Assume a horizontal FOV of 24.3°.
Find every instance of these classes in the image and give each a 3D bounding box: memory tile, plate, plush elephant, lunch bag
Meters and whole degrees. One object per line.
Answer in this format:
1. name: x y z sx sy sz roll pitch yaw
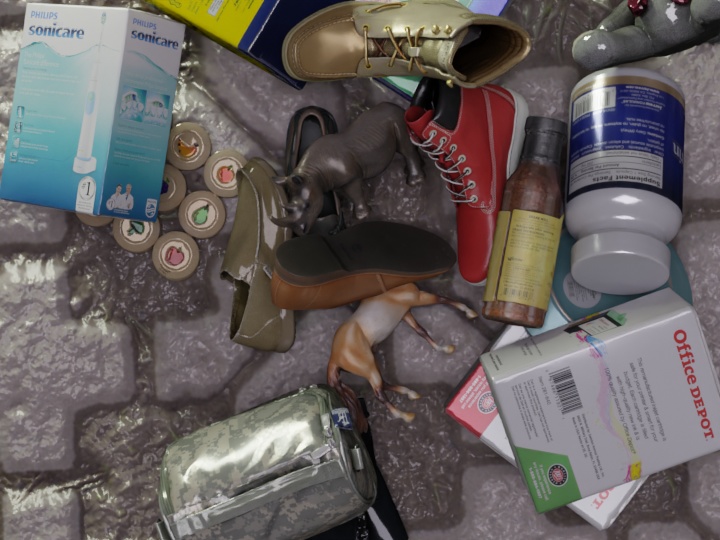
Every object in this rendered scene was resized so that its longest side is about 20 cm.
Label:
1. memory tile: -0.225 -0.099 1.722 0.200 0.017 0.154 33 92 1
2. plate: 0.243 0.013 1.656 0.200 0.026 0.201 7 65 -15
3. plush elephant: 0.297 -0.295 1.624 0.164 0.200 0.155 -21 85 35
4. lunch bag: -0.086 0.198 1.569 0.199 0.168 0.140 -22 93 4

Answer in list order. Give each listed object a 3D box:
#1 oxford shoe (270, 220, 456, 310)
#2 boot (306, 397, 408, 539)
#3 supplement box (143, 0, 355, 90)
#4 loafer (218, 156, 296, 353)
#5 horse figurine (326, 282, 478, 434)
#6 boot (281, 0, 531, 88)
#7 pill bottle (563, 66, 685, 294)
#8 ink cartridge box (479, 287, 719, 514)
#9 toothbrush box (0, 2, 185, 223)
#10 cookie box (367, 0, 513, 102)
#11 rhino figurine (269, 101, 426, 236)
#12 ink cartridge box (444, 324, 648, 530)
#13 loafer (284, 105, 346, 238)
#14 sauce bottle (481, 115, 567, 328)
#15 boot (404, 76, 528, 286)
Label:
1. oxford shoe: 0.000 0.000 1.643 0.199 0.071 0.071 -6 47 -26
2. boot: -0.064 0.233 1.691 0.200 0.076 0.169 -15 87 -4
3. supplement box: -0.126 -0.277 1.630 0.200 0.109 0.110 32 92 31
4. loafer: -0.107 -0.013 1.683 0.067 0.076 0.201 -7 91 -22
5. horse figurine: 0.025 0.068 1.674 0.132 0.050 0.200 36 71 -5
6. boot: 0.041 -0.205 1.543 0.199 0.155 0.073 -10 110 -21
7. pill bottle: 0.256 -0.086 1.624 0.115 0.116 0.201 6 66 2
8. ink cartridge box: 0.232 0.121 1.579 0.199 0.084 0.145 -20 105 1
9. toothbrush box: -0.264 -0.156 1.641 0.146 0.085 0.201 8 92 37
10. cookie box: 0.061 -0.284 1.680 0.171 0.075 0.200 32 92 1
11. rhino figurine: -0.016 -0.097 1.644 0.200 0.060 0.088 -33 114 -29
12. ink cartridge box: 0.205 0.142 1.678 0.200 0.084 0.144 38 91 2
13. loafer: -0.050 -0.068 1.693 0.072 0.063 0.201 -3 91 1
14. sauce bottle: 0.163 -0.046 1.599 0.066 0.066 0.201 12 87 2
15. boot: 0.090 -0.089 1.624 0.072 0.144 0.201 0 84 45
